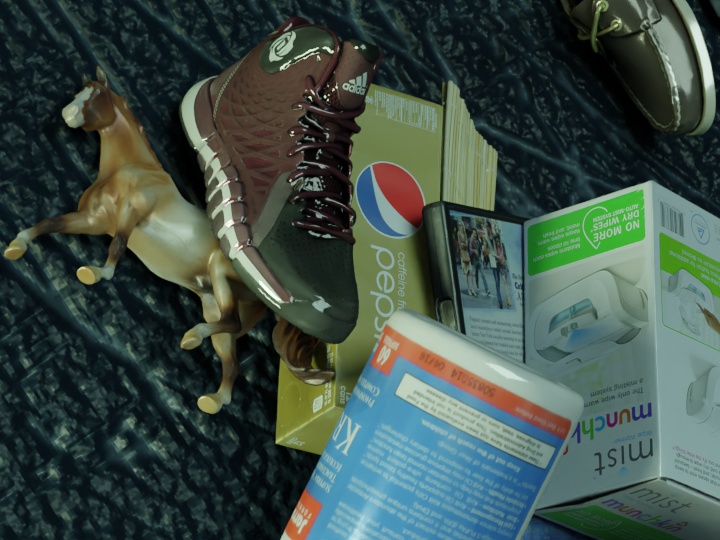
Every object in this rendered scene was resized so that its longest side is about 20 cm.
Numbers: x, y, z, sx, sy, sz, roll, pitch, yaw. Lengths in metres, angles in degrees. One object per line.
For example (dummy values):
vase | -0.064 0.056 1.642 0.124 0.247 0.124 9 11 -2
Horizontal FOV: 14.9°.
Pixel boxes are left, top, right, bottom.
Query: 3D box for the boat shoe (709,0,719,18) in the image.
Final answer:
boat shoe | 0.313 -0.201 1.801 0.200 0.068 0.072 -10 75 -35

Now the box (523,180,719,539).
box | 0.189 0.070 1.550 0.200 0.097 0.177 24 58 -44

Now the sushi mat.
sushi mat | 0.059 0.001 1.549 0.096 0.012 0.200 50 38 -58

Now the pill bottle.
pill bottle | 0.023 0.130 1.399 0.112 0.112 0.200 26 91 -21

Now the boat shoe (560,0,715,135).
boat shoe | 0.153 -0.168 1.684 0.059 0.072 0.200 -15 74 -30

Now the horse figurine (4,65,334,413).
horse figurine | -0.097 -0.006 1.456 0.200 0.050 0.133 36 37 -5

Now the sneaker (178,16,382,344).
sneaker | -0.025 -0.063 1.449 0.076 0.116 0.200 25 28 -43

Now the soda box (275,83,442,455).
soda box | 0.000 0.000 1.512 0.064 0.068 0.200 16 62 -26

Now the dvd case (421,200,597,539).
dvd case | 0.088 0.066 1.521 0.143 0.018 0.200 9 71 -56
